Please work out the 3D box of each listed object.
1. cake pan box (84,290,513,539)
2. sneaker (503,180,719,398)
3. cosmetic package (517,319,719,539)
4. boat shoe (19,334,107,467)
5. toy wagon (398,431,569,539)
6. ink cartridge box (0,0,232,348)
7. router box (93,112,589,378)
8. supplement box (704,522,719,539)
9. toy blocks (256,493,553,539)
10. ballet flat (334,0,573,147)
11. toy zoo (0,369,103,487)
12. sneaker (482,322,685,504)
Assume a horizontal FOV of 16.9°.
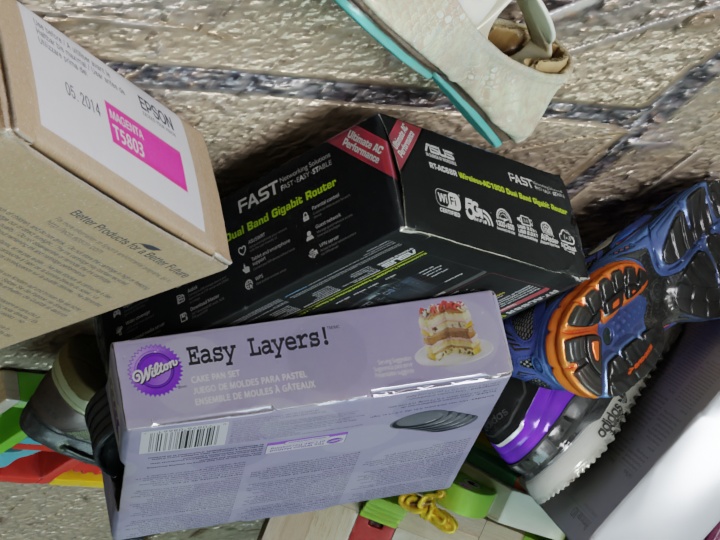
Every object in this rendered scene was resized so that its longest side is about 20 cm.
[{"bbox_3d":[-0.037,0.077,1.217,0.199,0.053,0.184,-9,157,-10],"label":"cake pan box"},{"bbox_3d":[0.138,0.005,1.269,0.078,0.076,0.200,-3,-163,42],"label":"sneaker"},{"bbox_3d":[0.166,0.091,1.315,0.151,0.052,0.200,-46,-172,1],"label":"cosmetic package"},{"bbox_3d":[-0.116,0.092,1.400,0.066,0.072,0.201,-38,144,21],"label":"boat shoe"},{"bbox_3d":[0.080,0.123,1.471,0.040,0.155,0.200,-65,161,11],"label":"toy wagon"},{"bbox_3d":[-0.174,-0.034,1.056,0.164,0.075,0.200,-19,157,17],"label":"ink cartridge box"},{"bbox_3d":[-0.011,0.002,1.198,0.199,0.062,0.150,-26,154,32],"label":"router box"},{"bbox_3d":[0.248,0.115,1.362,0.103,0.201,0.131,31,175,-8],"label":"supplement box"},{"bbox_3d":[0.010,0.186,1.523,0.199,0.100,0.137,21,110,-2],"label":"toy blocks"},{"bbox_3d":[0.038,-0.110,1.014,0.062,0.067,0.200,-44,156,6],"label":"ballet flat"},{"bbox_3d":[-0.165,0.100,1.478,0.199,0.021,0.131,8,152,-40],"label":"toy zoo"},{"bbox_3d":[0.110,0.034,1.331,0.070,0.099,0.200,-44,-175,36],"label":"sneaker"}]
